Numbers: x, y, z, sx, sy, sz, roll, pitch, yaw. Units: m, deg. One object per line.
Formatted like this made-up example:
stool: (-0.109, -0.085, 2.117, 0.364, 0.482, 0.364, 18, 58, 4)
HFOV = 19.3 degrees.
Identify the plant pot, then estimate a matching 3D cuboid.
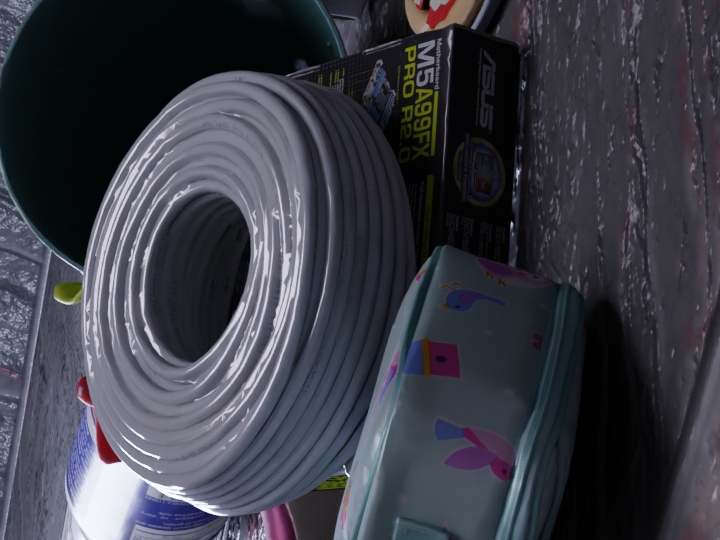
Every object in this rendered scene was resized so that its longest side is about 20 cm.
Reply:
plant pot: (-0.089, -0.075, 1.216, 0.161, 0.200, 0.201, 44, -130, -76)

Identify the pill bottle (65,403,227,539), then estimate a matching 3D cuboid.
pill bottle: (-0.137, 0.130, 1.439, 0.200, 0.119, 0.120, 116, 157, -52)

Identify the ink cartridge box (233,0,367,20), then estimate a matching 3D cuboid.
ink cartridge box: (-0.024, -0.271, 1.268, 0.147, 0.083, 0.200, 113, 160, -49)

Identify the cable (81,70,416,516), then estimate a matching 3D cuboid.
cable: (-0.056, 0.010, 0.955, 0.200, 0.069, 0.200, -28, 59, 44)

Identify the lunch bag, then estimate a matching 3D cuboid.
lunch bag: (0.028, 0.107, 0.803, 0.160, 0.077, 0.200, -73, -3, -63)

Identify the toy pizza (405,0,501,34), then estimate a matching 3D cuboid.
toy pizza: (0.047, -0.204, 1.051, 0.200, 0.032, 0.201, -172, 90, -76)

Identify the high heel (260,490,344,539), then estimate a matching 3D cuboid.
high heel: (-0.028, 0.159, 1.097, 0.096, 0.067, 0.200, -66, 32, 19)

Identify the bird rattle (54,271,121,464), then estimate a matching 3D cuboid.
bird rattle: (-0.110, 0.019, 1.307, 0.113, 0.163, 0.200, 78, 169, -53)

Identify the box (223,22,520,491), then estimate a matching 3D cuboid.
box: (0.000, 0.000, 0.982, 0.160, 0.044, 0.201, -11, 70, 49)
